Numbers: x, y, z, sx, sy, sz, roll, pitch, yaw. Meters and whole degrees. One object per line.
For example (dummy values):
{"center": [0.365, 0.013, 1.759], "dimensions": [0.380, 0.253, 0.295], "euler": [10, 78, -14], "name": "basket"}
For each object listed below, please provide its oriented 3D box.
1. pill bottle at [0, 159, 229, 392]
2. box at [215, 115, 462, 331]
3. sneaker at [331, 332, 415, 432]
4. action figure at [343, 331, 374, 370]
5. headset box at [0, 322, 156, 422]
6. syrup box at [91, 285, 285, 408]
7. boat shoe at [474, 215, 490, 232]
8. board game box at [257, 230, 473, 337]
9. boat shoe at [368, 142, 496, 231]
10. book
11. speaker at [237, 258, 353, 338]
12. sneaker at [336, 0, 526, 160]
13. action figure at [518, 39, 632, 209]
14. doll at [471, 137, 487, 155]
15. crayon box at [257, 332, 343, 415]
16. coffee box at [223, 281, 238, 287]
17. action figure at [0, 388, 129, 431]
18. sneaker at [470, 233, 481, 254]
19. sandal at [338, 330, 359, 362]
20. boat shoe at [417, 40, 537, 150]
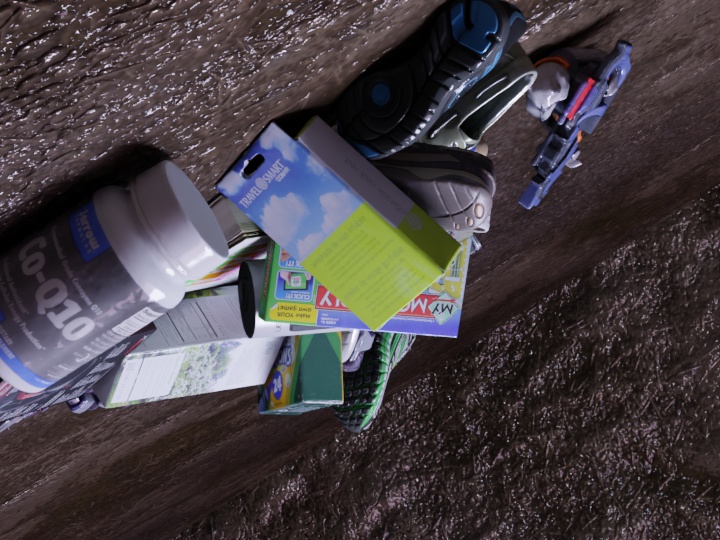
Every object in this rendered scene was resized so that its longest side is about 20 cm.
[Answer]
{"center": [-0.213, 0.003, 1.231], "dimensions": [0.200, 0.114, 0.114], "euler": [-32, 169, 9], "name": "pill bottle"}
{"center": [-0.021, -0.047, 1.368], "dimensions": [0.122, 0.200, 0.048], "euler": [-42, -172, 47], "name": "box"}
{"center": [0.027, 0.093, 1.760], "dimensions": [0.078, 0.200, 0.085], "euler": [13, 170, 43], "name": "sneaker"}
{"center": [0.015, 0.008, 1.685], "dimensions": [0.069, 0.130, 0.200], "euler": [3, 116, -62], "name": "action figure"}
{"center": [-0.313, 0.079, 1.414], "dimensions": [0.149, 0.075, 0.200], "euler": [-38, 167, 36], "name": "headset box"}
{"center": [-0.184, 0.076, 1.581], "dimensions": [0.200, 0.081, 0.079], "euler": [-7, 137, -38], "name": "syrup box"}
{"center": [0.049, -0.056, 1.569], "dimensions": [0.200, 0.070, 0.071], "euler": [-4, 179, -31], "name": "boat shoe"}
{"center": [0.008, -0.010, 1.478], "dimensions": [0.199, 0.135, 0.029], "euler": [5, -172, -18], "name": "board game box"}
{"center": [0.031, -0.086, 1.396], "dimensions": [0.073, 0.200, 0.075], "euler": [-60, 156, -45], "name": "boat shoe"}
{"center": [-0.134, -0.024, 1.529], "dimensions": [0.133, 0.048, 0.200], "euler": [-33, 172, 20], "name": "book"}
{"center": [-0.022, 0.021, 1.533], "dimensions": [0.199, 0.081, 0.081], "euler": [-4, 161, -17], "name": "speaker"}
{"center": [0.064, -0.163, 1.326], "dimensions": [0.200, 0.073, 0.082], "euler": [-36, 170, 31], "name": "sneaker"}
{"center": [0.206, -0.166, 1.626], "dimensions": [0.200, 0.105, 0.193], "euler": [-56, 162, 3], "name": "action figure"}
{"center": [0.046, -0.121, 1.533], "dimensions": [0.136, 0.049, 0.200], "euler": [-33, 164, 37], "name": "doll"}
{"center": [-0.068, 0.050, 1.646], "dimensions": [0.051, 0.201, 0.126], "euler": [4, 168, -25], "name": "crayon box"}
{"center": [-0.077, 0.049, 1.781], "dimensions": [0.200, 0.113, 0.080], "euler": [-20, 179, -41], "name": "coffee box"}
{"center": [-0.328, 0.125, 1.626], "dimensions": [0.130, 0.070, 0.200], "euler": [-26, 167, 17], "name": "action figure"}
{"center": [0.104, -0.074, 1.725], "dimensions": [0.075, 0.114, 0.200], "euler": [-24, 168, -31], "name": "sneaker"}
{"center": [0.003, 0.002, 1.620], "dimensions": [0.050, 0.203, 0.082], "euler": [5, -170, -22], "name": "sandal"}
{"center": [0.083, -0.138, 1.423], "dimensions": [0.072, 0.062, 0.200], "euler": [2, 135, -51], "name": "boat shoe"}
